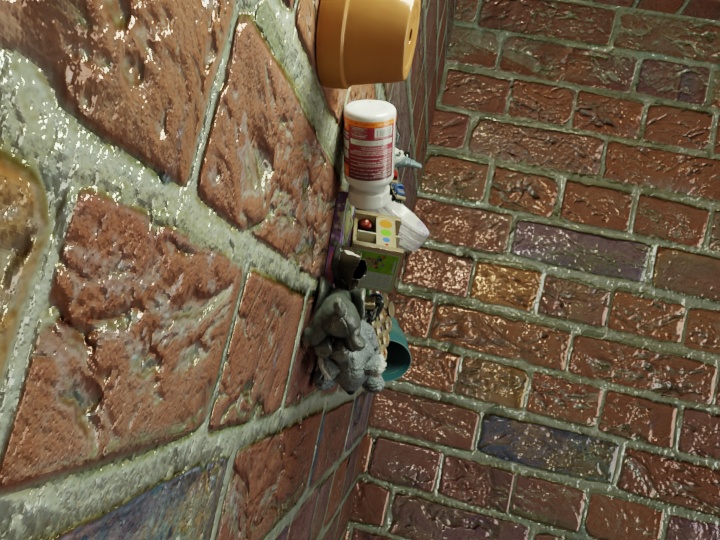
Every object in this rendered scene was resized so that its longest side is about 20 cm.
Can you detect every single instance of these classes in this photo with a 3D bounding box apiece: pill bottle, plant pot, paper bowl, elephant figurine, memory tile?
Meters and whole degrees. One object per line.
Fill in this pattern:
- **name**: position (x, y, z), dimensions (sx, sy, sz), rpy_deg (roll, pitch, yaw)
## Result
- **pill bottle**: position (0.018, -0.238, 1.258), dimensions (0.110, 0.107, 0.204), rpy_deg (-65, 159, -57)
- **plant pot**: position (0.083, 0.270, 2.252), dimensions (0.190, 0.194, 0.204), rpy_deg (-93, -173, -55)
- **plant pot**: position (0.019, -0.394, 0.999), dimensions (0.200, 0.136, 0.206), rpy_deg (13, 90, -81)
- **paper bowl**: position (0.082, -0.125, 1.650), dimensions (0.105, 0.200, 0.201), rpy_deg (-49, 179, 16)
- **elephant figurine**: position (-0.052, 0.081, 1.311), dimensions (0.142, 0.153, 0.202), rpy_deg (46, 28, -26)
- **memory tile**: position (0.059, 0.149, 1.768), dimensions (0.154, 0.016, 0.204), rpy_deg (59, 33, -45)

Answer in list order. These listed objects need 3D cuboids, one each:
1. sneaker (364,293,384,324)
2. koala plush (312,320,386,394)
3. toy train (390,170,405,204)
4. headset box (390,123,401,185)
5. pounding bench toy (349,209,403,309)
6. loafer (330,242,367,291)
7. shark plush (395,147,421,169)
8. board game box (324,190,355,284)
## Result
- **sneaker**: position (-0.003, 0.147, 1.549), dimensions (0.200, 0.071, 0.083), rpy_deg (-49, -148, -3)
- **koala plush**: position (-0.025, 0.205, 1.386), dimensions (0.200, 0.172, 0.189), rpy_deg (-96, -171, -86)
- **toy train**: position (0.084, -0.258, 1.673), dimensions (0.046, 0.033, 0.203), rpy_deg (-54, -140, 36)
- **headset box**: position (0.050, -0.299, 1.562), dimensions (0.200, 0.075, 0.153), rpy_deg (2, 100, -83)
- **pounding bench toy**: position (0.024, -0.024, 1.512), dimensions (0.158, 0.121, 0.203), rpy_deg (-88, -171, -51)
- **loafer**: position (-0.019, 0.007, 1.343), dimensions (0.201, 0.069, 0.075), rpy_deg (72, 31, -71)
- **shark plush**: position (0.057, -0.253, 1.443), dimensions (0.197, 0.090, 0.085), rpy_deg (-16, 126, -43)
- **board game box**: position (-0.044, -0.078, 1.388), dimensions (0.120, 0.031, 0.206), rpy_deg (-49, 150, -79)
